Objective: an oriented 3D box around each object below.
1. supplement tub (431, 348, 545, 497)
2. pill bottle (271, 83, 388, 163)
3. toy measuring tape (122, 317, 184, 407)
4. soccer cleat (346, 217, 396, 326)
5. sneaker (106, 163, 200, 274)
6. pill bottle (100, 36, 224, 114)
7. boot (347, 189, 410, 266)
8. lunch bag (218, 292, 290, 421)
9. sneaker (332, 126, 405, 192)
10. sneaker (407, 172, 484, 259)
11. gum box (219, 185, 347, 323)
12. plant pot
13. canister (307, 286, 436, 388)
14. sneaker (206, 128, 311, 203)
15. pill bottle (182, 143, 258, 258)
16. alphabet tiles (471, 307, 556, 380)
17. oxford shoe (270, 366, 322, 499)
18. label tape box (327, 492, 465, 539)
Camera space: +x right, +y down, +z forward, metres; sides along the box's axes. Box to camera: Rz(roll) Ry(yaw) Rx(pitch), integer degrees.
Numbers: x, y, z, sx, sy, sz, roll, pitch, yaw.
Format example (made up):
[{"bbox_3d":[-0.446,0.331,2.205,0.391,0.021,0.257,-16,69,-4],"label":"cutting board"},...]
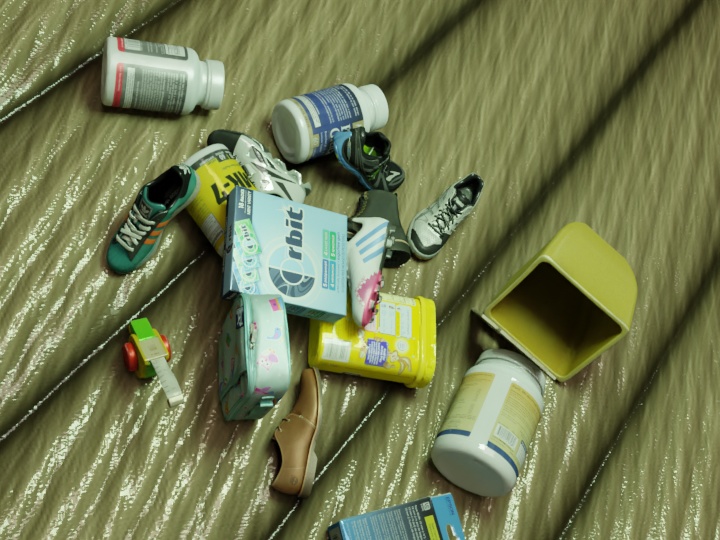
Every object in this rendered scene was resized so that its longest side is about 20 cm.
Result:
[{"bbox_3d":[0.212,0.243,1.489,0.143,0.145,0.202,34,57,-4],"label":"supplement tub"},{"bbox_3d":[-0.050,-0.269,1.649,0.197,0.111,0.112,-22,75,-30],"label":"pill bottle"},{"bbox_3d":[-0.299,0.145,1.342,0.072,0.075,0.200,-12,41,-27],"label":"toy measuring tape"},{"bbox_3d":[0.000,0.000,1.481,0.084,0.070,0.203,10,55,7],"label":"soccer cleat"},{"bbox_3d":[-0.328,-0.084,1.412,0.071,0.080,0.201,38,90,10],"label":"sneaker"},{"bbox_3d":[-0.333,-0.324,1.555,0.196,0.111,0.113,4,64,-21],"label":"pill bottle"},{"bbox_3d":[-0.012,-0.087,1.608,0.197,0.077,0.141,12,55,-30],"label":"boot"},{"bbox_3d":[-0.159,0.132,1.352,0.075,0.200,0.164,4,65,-18],"label":"lunch bag"},{"bbox_3d":[0.028,-0.194,1.629,0.199,0.081,0.072,31,47,-53],"label":"sneaker"},{"bbox_3d":[0.155,-0.107,1.672,0.075,0.088,0.201,39,58,-2],"label":"sneaker"},{"bbox_3d":[-0.114,-0.023,1.421,0.197,0.044,0.174,14,64,-28],"label":"gum box"},{"bbox_3d":[0.374,0.033,1.645,0.193,0.196,0.200,40,46,1],"label":"plant pot"},{"bbox_3d":[0.018,0.104,1.511,0.196,0.087,0.152,11,61,-16],"label":"canister"},{"bbox_3d":[-0.183,-0.160,1.561,0.198,0.074,0.089,32,55,-5],"label":"sneaker"},{"bbox_3d":[-0.208,-0.093,1.494,0.113,0.114,0.201,-33,81,-32],"label":"pill bottle"},{"bbox_3d":[0.260,0.125,1.555,0.167,0.200,0.008,41,92,0],"label":"alphabet tiles"},{"bbox_3d":[-0.098,0.238,1.406,0.070,0.072,0.204,13,62,-11],"label":"oxford shoe"},{"bbox_3d":[0.063,0.429,1.384,0.196,0.066,0.146,-6,68,-28],"label":"label tape box"}]
